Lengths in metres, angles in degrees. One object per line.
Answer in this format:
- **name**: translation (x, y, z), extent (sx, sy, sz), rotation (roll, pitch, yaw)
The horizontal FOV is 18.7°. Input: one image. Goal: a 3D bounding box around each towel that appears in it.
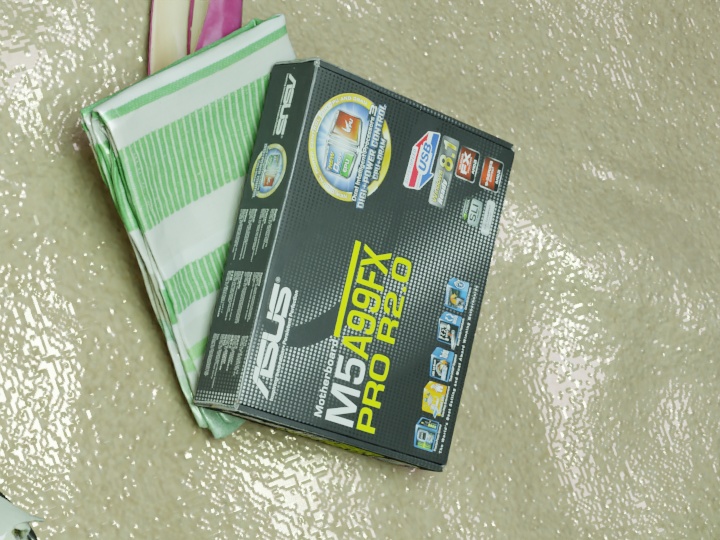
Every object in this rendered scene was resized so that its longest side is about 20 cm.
- **towel**: translation (-0.065, -0.027, 1.231), extent (0.152, 0.023, 0.201), rotation (-32, 111, -35)

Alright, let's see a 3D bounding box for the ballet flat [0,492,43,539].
- **ballet flat**: translation (-0.177, 0.156, 1.111), extent (0.200, 0.068, 0.068), rotation (47, 57, -11)

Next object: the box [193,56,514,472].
- **box**: translation (0.000, 0.000, 1.244), extent (0.160, 0.044, 0.202), rotation (21, 78, -38)

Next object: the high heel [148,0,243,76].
- **high heel**: translation (-0.110, -0.169, 1.256), extent (0.096, 0.067, 0.202), rotation (-23, 102, -45)
